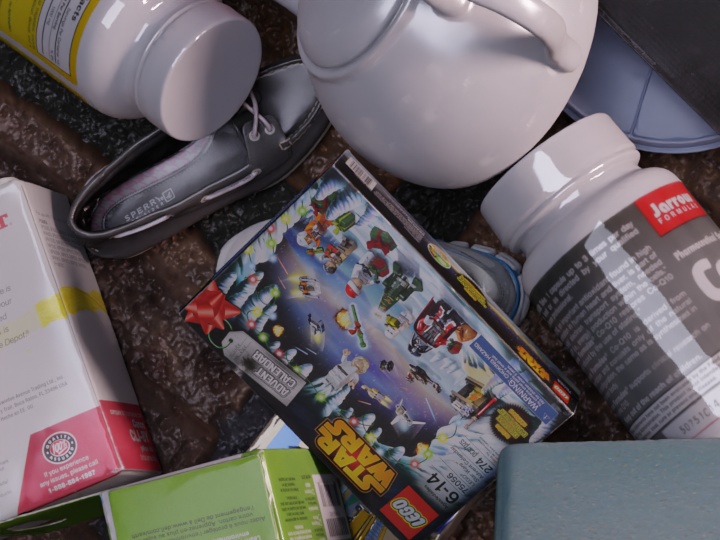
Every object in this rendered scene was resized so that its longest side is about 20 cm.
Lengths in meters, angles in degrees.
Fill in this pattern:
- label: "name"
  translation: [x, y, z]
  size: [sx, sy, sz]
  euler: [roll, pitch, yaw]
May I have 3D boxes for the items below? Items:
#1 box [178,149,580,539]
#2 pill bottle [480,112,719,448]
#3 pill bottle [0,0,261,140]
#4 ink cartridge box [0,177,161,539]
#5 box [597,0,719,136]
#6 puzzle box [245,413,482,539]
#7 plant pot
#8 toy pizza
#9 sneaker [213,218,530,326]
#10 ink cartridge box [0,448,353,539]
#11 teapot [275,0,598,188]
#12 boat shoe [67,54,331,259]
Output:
- label: "box"
  translation: [0.011, 0.048, 1.210]
  size: [0.200, 0.040, 0.137]
  euler: [45, 112, -4]
- label: "pill bottle"
  translation: [0.166, 0.013, 1.207]
  size: [0.114, 0.114, 0.200]
  euler: [-38, 77, 8]
- label: "pill bottle"
  translation: [-0.159, -0.166, 1.294]
  size: [0.200, 0.112, 0.113]
  euler: [36, 94, 28]
- label: "ink cartridge box"
  translation: [-0.232, 0.061, 1.321]
  size: [0.145, 0.083, 0.201]
  euler: [-23, 79, 12]
- label: "box"
  translation: [0.257, -0.162, 1.182]
  size: [0.200, 0.047, 0.193]
  euler: [47, 111, 9]
- label: "puzzle box"
  translation: [-0.030, 0.168, 1.287]
  size: [0.133, 0.025, 0.200]
  euler: [38, 94, 15]
- label: "plant pot"
  translation: [0.168, 0.224, 1.100]
  size: [0.196, 0.200, 0.196]
  euler: [-4, 118, 14]
- label: "toy pizza"
  translation: [0.193, -0.169, 1.263]
  size: [0.199, 0.032, 0.201]
  euler: [-1, 85, 13]
- label: "sneaker"
  translation: [0.000, 0.000, 1.267]
  size: [0.199, 0.087, 0.075]
  euler: [4, 86, 16]
- label: "ink cartridge box"
  translation: [-0.119, 0.164, 1.221]
  size: [0.199, 0.148, 0.076]
  euler: [-17, 81, 13]
- label: "teapot"
  translation: [0.033, -0.150, 1.205]
  size: [0.200, 0.146, 0.198]
  euler: [-40, 41, 33]
- label: "boat shoe"
  translation: [-0.098, -0.072, 1.315]
  size: [0.200, 0.057, 0.067]
  euler: [-34, 77, 9]
